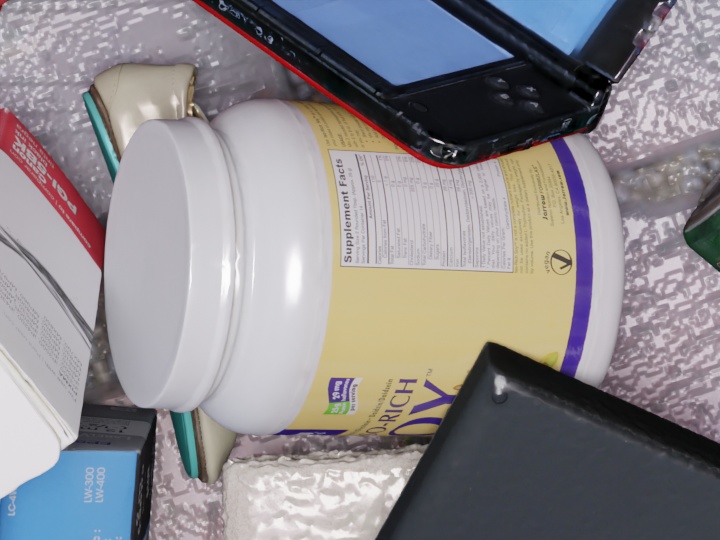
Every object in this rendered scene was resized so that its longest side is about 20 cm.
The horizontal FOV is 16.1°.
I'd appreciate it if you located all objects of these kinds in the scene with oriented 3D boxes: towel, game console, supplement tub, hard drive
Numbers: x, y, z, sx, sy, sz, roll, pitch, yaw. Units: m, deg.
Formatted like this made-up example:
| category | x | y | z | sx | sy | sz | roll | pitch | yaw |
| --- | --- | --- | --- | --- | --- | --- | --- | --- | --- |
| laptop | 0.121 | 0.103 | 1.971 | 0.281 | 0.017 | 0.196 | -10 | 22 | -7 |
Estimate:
| category | x | y | z | sx | sy | sz | roll | pitch | yaw |
| --- | --- | --- | --- | --- | --- | --- | --- | --- | --- |
| towel | 0.037 | 0.143 | 1.161 | 0.198 | 0.034 | 0.134 | -3 | 95 | 1 |
| game console | 0.031 | -0.153 | 1.112 | 0.200 | 0.172 | 0.119 | 36 | 122 | 27 |
| supplement tub | 0.000 | 0.000 | 1.116 | 0.199 | 0.145 | 0.147 | 2 | 96 | -22 |
| hard drive | 0.071 | 0.143 | 1.102 | 0.139 | 0.033 | 0.201 | 24 | 113 | -11 |

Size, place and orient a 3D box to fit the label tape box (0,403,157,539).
| category | x | y | z | sx | sy | sz | roll | pitch | yaw |
| --- | --- | --- | --- | --- | --- | --- | --- | --- | --- |
| label tape box | -0.130 | 0.143 | 1.137 | 0.066 | 0.200 | 0.144 | 5 | 95 | -4 |

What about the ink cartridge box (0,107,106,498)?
| category | x | y | z | sx | sy | sz | roll | pitch | yaw |
| --- | --- | --- | --- | --- | --- | --- | --- | --- | --- |
| ink cartridge box | -0.193 | 0.032 | 1.087 | 0.146 | 0.200 | 0.083 | -32 | 112 | 12 |

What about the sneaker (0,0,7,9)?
| category | x | y | z | sx | sy | sz | roll | pitch | yaw |
| --- | --- | --- | --- | --- | --- | --- | --- | --- | --- |
| sneaker | -0.193 | -0.113 | 1.181 | 0.115 | 0.078 | 0.202 | 1 | 96 | 4 |

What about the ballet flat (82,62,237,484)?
| category | x | y | z | sx | sy | sz | roll | pitch | yaw |
| --- | --- | --- | --- | --- | --- | --- | --- | --- | --- |
| ballet flat | -0.075 | -0.003 | 1.193 | 0.069 | 0.069 | 0.201 | -15 | 94 | 4 |

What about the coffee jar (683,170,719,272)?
| category | x | y | z | sx | sy | sz | roll | pitch | yaw |
| --- | --- | --- | --- | --- | --- | --- | --- | --- | --- |
| coffee jar | 0.249 | 0.013 | 1.153 | 0.200 | 0.104 | 0.085 | 40 | 70 | -1 |
